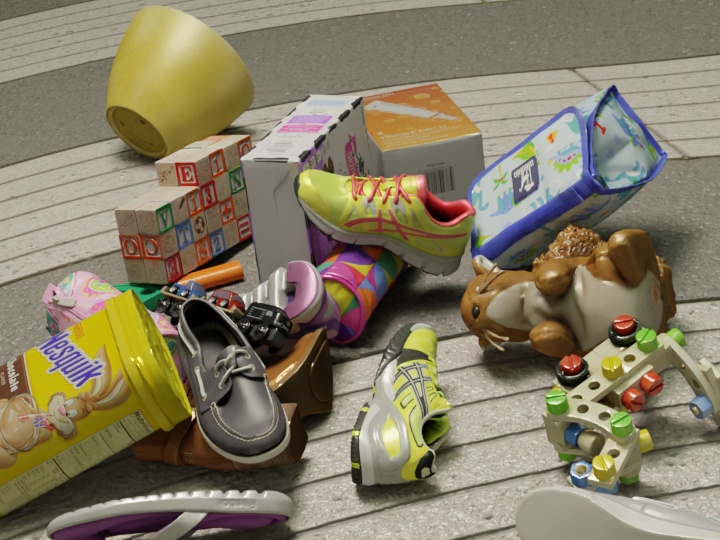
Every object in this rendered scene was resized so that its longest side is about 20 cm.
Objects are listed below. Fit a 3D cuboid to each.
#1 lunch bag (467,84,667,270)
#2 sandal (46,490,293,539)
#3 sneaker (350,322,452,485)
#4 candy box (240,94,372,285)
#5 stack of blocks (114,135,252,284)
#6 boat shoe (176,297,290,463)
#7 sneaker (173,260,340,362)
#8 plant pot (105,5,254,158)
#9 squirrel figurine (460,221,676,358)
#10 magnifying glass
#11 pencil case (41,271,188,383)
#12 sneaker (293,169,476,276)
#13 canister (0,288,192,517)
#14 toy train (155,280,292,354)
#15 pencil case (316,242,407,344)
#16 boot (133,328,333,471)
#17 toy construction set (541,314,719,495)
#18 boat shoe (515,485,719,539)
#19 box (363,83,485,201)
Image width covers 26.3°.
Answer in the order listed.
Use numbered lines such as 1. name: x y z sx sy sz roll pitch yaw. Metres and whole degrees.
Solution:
1. lunch bag: 0.208 -0.087 1.615 0.170 0.128 0.200 -37 7 34
2. sandal: -0.154 0.211 1.244 0.201 0.083 0.050 -6 68 -2
3. sneaker: 0.048 0.123 1.368 0.076 0.076 0.200 7 38 12
4. candy box: -0.052 -0.083 1.697 0.071 0.169 0.200 3 27 21
5. stack of blocks: -0.193 -0.073 1.752 0.058 0.116 0.200 2 21 31
6. boat shoe: -0.118 0.092 1.334 0.072 0.063 0.200 -21 35 -12
7. sneaker: -0.101 0.060 1.526 0.199 0.088 0.081 -19 57 28
8. plant pot: -0.265 -0.237 2.092 0.199 0.200 0.142 12 57 36
9. squirrel figurine: 0.197 0.030 1.476 0.186 0.142 0.200 -6 9 27
10. magnifying glass: -0.225 0.026 1.695 0.199 0.023 0.080 -18 27 -17
11. pencil case: -0.244 0.066 1.533 0.087 0.088 0.200 -23 32 -29
12. sneaker: 0.029 -0.070 1.571 0.199 0.090 0.078 18 38 -18
13. canister: -0.263 0.120 1.363 0.199 0.087 0.149 -29 36 -2
14. toy train: -0.132 0.040 1.469 0.199 0.034 0.046 12 65 48
15. pencil case: 0.000 0.000 1.617 0.088 0.089 0.200 3 25 21
16. boot: -0.112 0.120 1.422 0.154 0.077 0.200 -4 33 17
17. toy construction set: 0.235 0.111 1.295 0.199 0.093 0.131 -22 36 -28
18. boat shoe: 0.215 0.202 1.156 0.199 0.073 0.068 2 5 35
19. box: 0.067 -0.145 1.877 0.124 0.098 0.200 -12 25 -9
